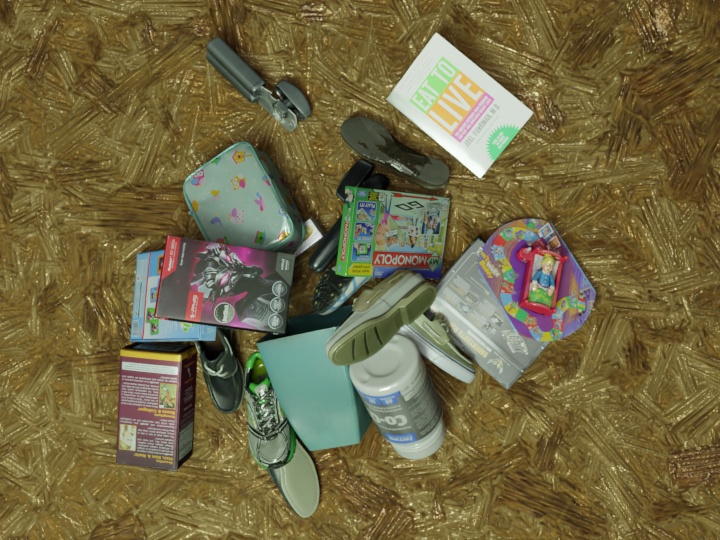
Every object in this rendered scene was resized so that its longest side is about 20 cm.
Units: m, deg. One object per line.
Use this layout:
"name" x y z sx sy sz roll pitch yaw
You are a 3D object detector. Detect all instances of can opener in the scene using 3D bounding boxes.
"can opener" -0.020 -0.081 1.294 0.078 0.063 0.201 31 90 22
"can opener" -0.167 -0.314 1.315 0.200 0.053 0.067 45 67 2

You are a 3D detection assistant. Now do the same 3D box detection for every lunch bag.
"lunch bag" -0.195 -0.099 1.297 0.160 0.077 0.201 -33 74 13

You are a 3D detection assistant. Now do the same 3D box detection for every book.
"book" 0.159 -0.264 1.272 0.200 0.048 0.134 39 103 1

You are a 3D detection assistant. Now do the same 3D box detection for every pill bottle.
"pill bottle" 0.065 0.204 1.246 0.113 0.114 0.201 -18 130 9

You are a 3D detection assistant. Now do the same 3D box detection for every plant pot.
"plant pot" -0.055 0.178 1.287 0.140 0.141 0.201 -13 99 17

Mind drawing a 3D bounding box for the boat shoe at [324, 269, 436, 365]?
"boat shoe" 0.021 0.069 1.196 0.199 0.075 0.068 -32 52 -23

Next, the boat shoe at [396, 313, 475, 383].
"boat shoe" 0.108 0.101 1.251 0.200 0.072 0.062 37 90 -2

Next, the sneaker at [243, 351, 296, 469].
"sneaker" -0.157 0.225 1.275 0.077 0.085 0.201 -17 58 -2

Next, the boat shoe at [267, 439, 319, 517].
"boat shoe" -0.132 0.329 1.359 0.072 0.067 0.201 -30 97 -35

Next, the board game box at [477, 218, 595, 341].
"board game box" 0.282 0.009 1.235 0.157 0.039 0.201 -28 80 -17

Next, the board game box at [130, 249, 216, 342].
"board game box" -0.305 0.040 1.295 0.199 0.036 0.153 -5 78 43

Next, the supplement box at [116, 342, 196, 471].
"supplement box" -0.350 0.230 1.361 0.109 0.086 0.202 4 95 7

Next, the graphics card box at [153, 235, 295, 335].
"graphics card box" -0.204 0.024 1.200 0.198 0.051 0.127 9 80 -10

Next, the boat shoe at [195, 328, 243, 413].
"boat shoe" -0.246 0.153 1.338 0.071 0.068 0.202 -4 104 12

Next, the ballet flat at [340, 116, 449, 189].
"ballet flat" 0.055 -0.187 1.291 0.199 0.046 0.068 28 75 7

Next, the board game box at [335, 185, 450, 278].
"board game box" 0.054 -0.056 1.242 0.029 0.199 0.136 13 99 50

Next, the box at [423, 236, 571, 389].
"box" 0.216 0.069 1.288 0.200 0.048 0.159 40 100 3

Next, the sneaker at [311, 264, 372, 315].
"sneaker" 0.000 0.000 1.293 0.200 0.072 0.072 -48 43 2

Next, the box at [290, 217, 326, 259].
"box" -0.146 -0.015 1.335 0.199 0.039 0.042 -36 88 9
